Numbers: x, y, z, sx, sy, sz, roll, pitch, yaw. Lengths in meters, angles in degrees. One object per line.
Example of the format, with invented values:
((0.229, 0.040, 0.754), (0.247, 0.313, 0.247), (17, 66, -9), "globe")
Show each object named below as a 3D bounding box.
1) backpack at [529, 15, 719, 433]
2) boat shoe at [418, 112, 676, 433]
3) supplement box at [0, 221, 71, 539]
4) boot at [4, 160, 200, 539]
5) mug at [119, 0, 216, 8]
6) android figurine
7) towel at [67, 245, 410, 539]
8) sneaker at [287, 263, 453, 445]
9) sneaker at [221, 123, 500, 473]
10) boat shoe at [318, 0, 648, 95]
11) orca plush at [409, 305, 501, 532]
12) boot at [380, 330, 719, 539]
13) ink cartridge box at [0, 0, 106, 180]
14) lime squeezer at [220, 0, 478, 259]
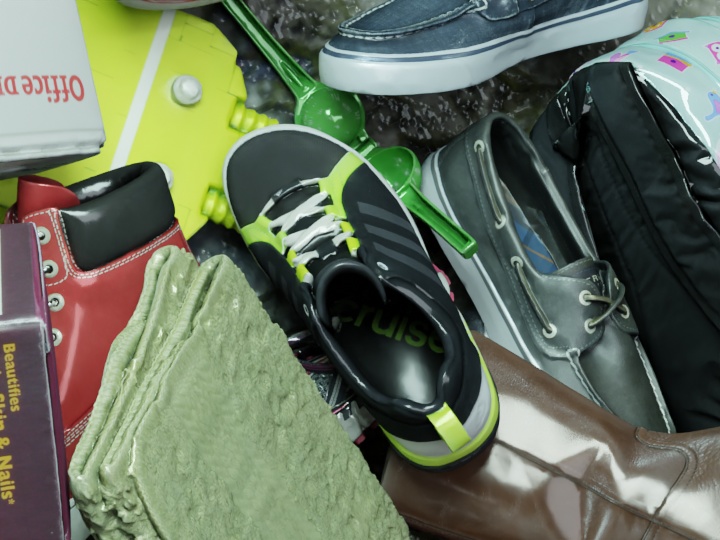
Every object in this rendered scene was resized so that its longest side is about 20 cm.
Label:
((0.176, -0.026, 1.131), (0.126, 0.167, 0.200), (-27, 86, -40), "backpack")
((0.096, 0.013, 1.088), (0.069, 0.057, 0.200), (-16, 67, -45), "boat shoe")
((-0.214, 0.056, 0.850), (0.199, 0.086, 0.111), (-6, 119, -7), "supplement box")
((-0.147, 0.043, 0.951), (0.200, 0.072, 0.144), (-37, 119, -23), "boot")
((-0.072, -0.239, 1.008), (0.133, 0.177, 0.200), (5, 66, -61), "mug")
((-0.134, -0.078, 1.055), (0.200, 0.041, 0.182), (23, 74, -17), "android figurine")
((-0.047, 0.101, 0.939), (0.200, 0.036, 0.149), (55, 37, -29), "towel")
((-0.033, 0.060, 1.057), (0.075, 0.081, 0.200), (48, 68, -5), "sneaker")
((0.000, 0.000, 0.999), (0.072, 0.083, 0.200), (-37, 64, -1), "sneaker")
((0.059, -0.148, 1.094), (0.200, 0.071, 0.091), (-20, 118, -35), "boat shoe")
((0.061, 0.121, 1.113), (0.105, 0.071, 0.200), (-32, 106, -68), "orca plush")
((0.120, 0.062, 1.023), (0.200, 0.064, 0.187), (24, 75, 18), "boot")
((-0.190, -0.134, 0.932), (0.146, 0.085, 0.200), (-13, 89, -68), "ink cartridge box")
((-0.009, -0.065, 1.097), (0.038, 0.071, 0.200), (-46, 69, 12), "lime squeezer")
